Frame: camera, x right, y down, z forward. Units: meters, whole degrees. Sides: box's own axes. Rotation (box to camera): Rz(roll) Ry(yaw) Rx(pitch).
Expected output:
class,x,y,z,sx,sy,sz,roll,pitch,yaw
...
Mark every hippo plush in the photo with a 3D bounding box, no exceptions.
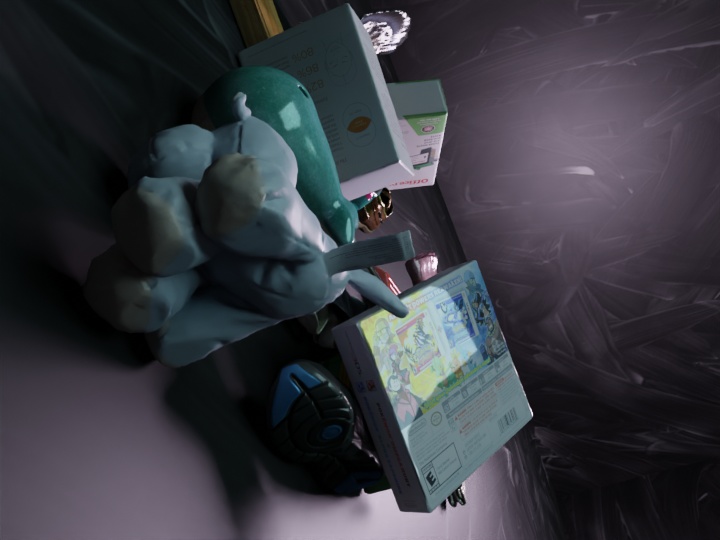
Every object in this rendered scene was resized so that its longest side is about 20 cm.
class,x,y,z,sx,sy,sz,roll,pitch,yaw
hippo plush,-0.082,-0.051,0.456,0.160,0.198,0.162,89,-15,-54

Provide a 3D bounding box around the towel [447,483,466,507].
class,x,y,z,sx,sy,sz,roll,pitch,yaw
towel,0.140,0.288,1.168,0.200,0.034,0.133,-74,144,-69

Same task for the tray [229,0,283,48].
class,x,y,z,sx,sy,sz,roll,pitch,yaw
tray,-0.153,-0.383,0.925,0.099,0.037,0.201,-39,108,-76

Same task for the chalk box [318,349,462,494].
class,x,y,z,sx,sy,sz,roll,pitch,yaw
chalk box,0.053,0.168,0.790,0.124,0.124,0.201,-23,92,-77

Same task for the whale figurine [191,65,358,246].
class,x,y,z,sx,sy,sz,roll,pitch,yaw
whale figurine,-0.063,-0.109,0.662,0.200,0.104,0.159,44,20,-13

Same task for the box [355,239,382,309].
class,x,y,z,sx,sy,sz,roll,pitch,yaw
box,0.000,0.000,0.872,0.122,0.032,0.200,57,-1,2

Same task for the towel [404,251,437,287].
class,x,y,z,sx,sy,sz,roll,pitch,yaw
towel,0.101,0.076,0.804,0.144,0.023,0.202,-24,95,-77

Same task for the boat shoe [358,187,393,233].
class,x,y,z,sx,sy,sz,roll,pitch,yaw
boat shoe,0.025,-0.106,1.176,0.200,0.068,0.072,-39,107,-77

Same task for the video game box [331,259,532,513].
class,x,y,z,sx,sy,sz,roll,pitch,yaw
video game box,0.079,0.105,0.685,0.199,0.047,0.184,-23,96,-45

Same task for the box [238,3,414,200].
class,x,y,z,sx,sy,sz,roll,pitch,yaw
box,-0.039,-0.192,0.858,0.106,0.151,0.202,5,67,-75

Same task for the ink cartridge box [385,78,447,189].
class,x,y,z,sx,sy,sz,roll,pitch,yaw
ink cartridge box,0.065,-0.230,1.215,0.200,0.145,0.085,91,-10,-61

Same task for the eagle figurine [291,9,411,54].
class,x,y,z,sx,sy,sz,roll,pitch,yaw
eagle figurine,-0.025,-0.321,1.022,0.151,0.151,0.201,27,52,-7

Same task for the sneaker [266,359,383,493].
class,x,y,z,sx,sy,sz,roll,pitch,yaw
sneaker,-0.038,0.129,0.623,0.201,0.073,0.082,69,2,-50

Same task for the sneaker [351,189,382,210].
class,x,y,z,sx,sy,sz,roll,pitch,yaw
sneaker,-0.020,-0.165,0.965,0.084,0.120,0.201,47,27,-59

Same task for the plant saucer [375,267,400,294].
class,x,y,z,sx,sy,sz,roll,pitch,yaw
plant saucer,0.065,0.106,1.112,0.200,0.036,0.201,52,22,-54

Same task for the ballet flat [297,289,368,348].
class,x,y,z,sx,sy,sz,roll,pitch,yaw
ballet flat,-0.038,0.043,0.747,0.200,0.072,0.074,61,15,-58
